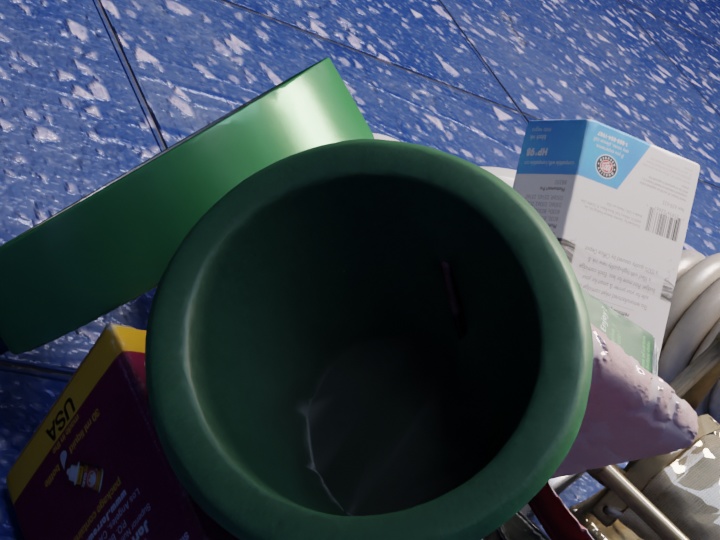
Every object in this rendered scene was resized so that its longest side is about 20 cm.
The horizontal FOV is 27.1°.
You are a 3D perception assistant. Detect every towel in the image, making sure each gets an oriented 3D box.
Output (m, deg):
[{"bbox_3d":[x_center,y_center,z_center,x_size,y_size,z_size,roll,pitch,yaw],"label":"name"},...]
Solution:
[{"bbox_3d":[0.029,0.048,0.713,0.200,0.191,0.032,35,51,-33],"label":"towel"}]

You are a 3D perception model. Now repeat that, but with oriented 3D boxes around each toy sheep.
[{"bbox_3d":[0.256,0.047,1.100,0.200,0.138,0.138,34,21,31],"label":"toy sheep"}]

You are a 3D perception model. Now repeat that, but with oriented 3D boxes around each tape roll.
[{"bbox_3d":[-0.090,-0.032,0.710,0.048,0.200,0.200,60,25,-8],"label":"tape roll"}]

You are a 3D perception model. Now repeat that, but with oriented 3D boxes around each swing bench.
[{"bbox_3d":[0.223,0.162,0.829,0.199,0.130,0.200,45,-16,20],"label":"swing bench"}]

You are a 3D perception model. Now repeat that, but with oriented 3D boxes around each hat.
[{"bbox_3d":[0.019,0.073,0.614,0.176,0.165,0.200,69,-1,-61],"label":"hat"}]

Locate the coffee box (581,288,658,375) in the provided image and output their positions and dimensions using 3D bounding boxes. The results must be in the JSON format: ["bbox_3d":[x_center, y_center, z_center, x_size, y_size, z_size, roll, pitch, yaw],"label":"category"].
[{"bbox_3d":[0.038,0.027,0.749,0.200,0.123,0.044,32,50,-30],"label":"coffee box"}]

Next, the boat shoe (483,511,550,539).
[{"bbox_3d":[0.121,0.183,0.762,0.074,0.068,0.199,8,38,-45],"label":"boat shoe"}]

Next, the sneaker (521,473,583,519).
[{"bbox_3d":[0.115,0.081,0.923,0.099,0.071,0.200,49,32,14],"label":"sneaker"}]

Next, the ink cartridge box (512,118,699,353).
[{"bbox_3d":[0.153,0.007,1.027,0.116,0.200,0.067,17,-6,-35],"label":"ink cartridge box"}]

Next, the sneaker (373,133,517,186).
[{"bbox_3d":[0.079,-0.023,1.064,0.200,0.074,0.116,13,34,-22],"label":"sneaker"}]

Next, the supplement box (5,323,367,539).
[{"bbox_3d":[-0.044,0.131,0.606,0.131,0.103,0.200,12,35,-42],"label":"supplement box"}]
